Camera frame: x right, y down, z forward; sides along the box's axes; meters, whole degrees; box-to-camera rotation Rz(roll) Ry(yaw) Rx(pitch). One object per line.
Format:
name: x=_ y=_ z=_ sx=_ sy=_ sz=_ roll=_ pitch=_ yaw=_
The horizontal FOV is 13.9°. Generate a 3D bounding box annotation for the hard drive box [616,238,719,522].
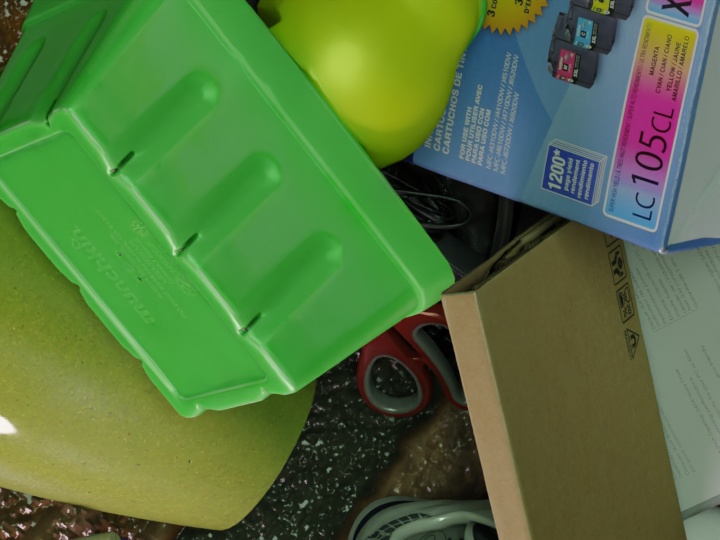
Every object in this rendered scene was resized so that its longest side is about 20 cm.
hard drive box: x=0.191 y=0.011 z=1.384 sx=0.077 sy=0.200 sz=0.156 roll=-24 pitch=85 yaw=-44

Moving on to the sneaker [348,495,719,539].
sneaker: x=0.094 y=0.143 z=1.435 sx=0.199 sy=0.080 sz=0.077 roll=-3 pitch=85 yaw=-8

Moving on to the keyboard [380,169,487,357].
keyboard: x=-0.024 y=-0.027 z=1.422 sx=0.199 sy=0.104 sz=0.040 roll=32 pitch=50 yaw=-3

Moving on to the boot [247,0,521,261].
boot: x=-0.009 y=-0.081 z=1.449 sx=0.173 sy=0.069 sz=0.201 roll=-2 pitch=104 yaw=9

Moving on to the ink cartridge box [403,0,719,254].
ink cartridge box: x=0.088 y=-0.101 z=1.329 sx=0.199 sy=0.076 sz=0.137 roll=21 pitch=107 yaw=38

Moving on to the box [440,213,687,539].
box: x=0.097 y=0.080 z=1.333 sx=0.021 sy=0.163 sz=0.201 roll=-6 pitch=104 yaw=28

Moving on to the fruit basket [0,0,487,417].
fruit basket: x=-0.040 y=-0.065 z=1.289 sx=0.215 sy=0.155 sz=0.217 roll=9 pitch=75 yaw=-35

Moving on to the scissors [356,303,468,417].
scissors: x=0.000 y=0.000 z=1.410 sx=0.073 sy=0.014 sz=0.200 roll=-15 pitch=126 yaw=25

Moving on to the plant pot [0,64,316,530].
plant pot: x=-0.128 y=0.035 z=1.387 sx=0.199 sy=0.187 sz=0.188 roll=31 pitch=85 yaw=-17

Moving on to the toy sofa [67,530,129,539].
toy sofa: x=-0.135 y=0.231 z=1.418 sx=0.082 sy=0.098 sz=0.201 roll=-14 pitch=88 yaw=19
